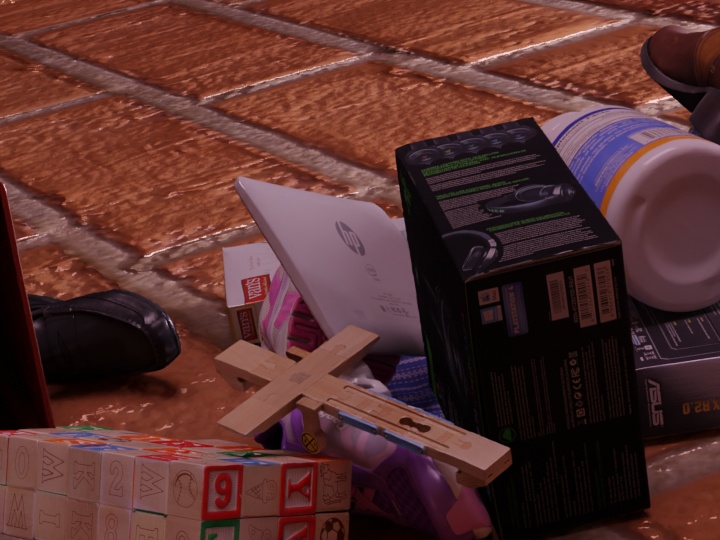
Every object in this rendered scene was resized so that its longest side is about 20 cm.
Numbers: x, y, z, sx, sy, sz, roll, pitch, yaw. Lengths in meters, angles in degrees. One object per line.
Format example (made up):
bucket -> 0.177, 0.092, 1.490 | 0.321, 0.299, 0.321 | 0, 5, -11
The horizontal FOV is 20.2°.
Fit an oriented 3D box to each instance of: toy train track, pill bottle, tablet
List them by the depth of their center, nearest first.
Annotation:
toy train track -> -0.001, 0.085, 1.119 | 0.199, 0.033, 0.114 | 19, 40, 38
tablet -> 0.000, 0.000, 1.288 | 0.014, 0.131, 0.200 | -39, -19, 18
pill bottle -> 0.180, -0.049, 1.361 | 0.111, 0.113, 0.200 | -14, 17, -13

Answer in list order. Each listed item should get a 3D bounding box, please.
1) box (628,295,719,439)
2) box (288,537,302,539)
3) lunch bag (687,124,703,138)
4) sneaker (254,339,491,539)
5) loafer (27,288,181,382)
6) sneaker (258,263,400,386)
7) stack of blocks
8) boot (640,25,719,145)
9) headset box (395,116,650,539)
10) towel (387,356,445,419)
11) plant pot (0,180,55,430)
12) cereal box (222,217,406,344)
box -> 0.238, 0.041, 1.314 | 0.157, 0.049, 0.200 | -8, 18, 0
box -> -0.057, 0.205, 0.976 | 0.199, 0.045, 0.160 | -22, 22, -34
lunch bag -> 0.302, -0.091, 1.407 | 0.161, 0.077, 0.200 | -48, 15, -8
sneaker -> 0.001, 0.116, 1.177 | 0.088, 0.081, 0.200 | -33, 31, -15
loafer -> -0.211, 0.054, 1.479 | 0.199, 0.069, 0.070 | 1, 28, 43
sneaker -> -0.025, 0.044, 1.353 | 0.081, 0.088, 0.201 | 24, 36, -13
stack of blocks -> -0.115, 0.128, 1.156 | 0.199, 0.059, 0.115 | 3, 0, 43
boot -> 0.285, -0.185, 1.368 | 0.200, 0.068, 0.189 | -51, 16, 14
headset box -> 0.091, 0.027, 1.183 | 0.092, 0.175, 0.200 | -13, 28, -5
towel -> 0.044, 0.083, 1.329 | 0.143, 0.024, 0.200 | -11, 18, -2
plant pot -> -0.321, 0.044, 1.383 | 0.198, 0.202, 0.176 | -12, 8, -7
cereal box -> -0.007, 0.003, 1.566 | 0.198, 0.040, 0.144 | -10, 19, -3
